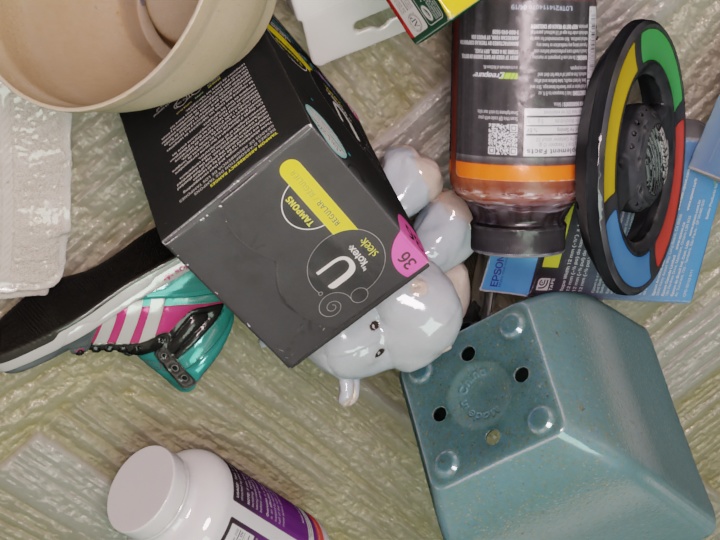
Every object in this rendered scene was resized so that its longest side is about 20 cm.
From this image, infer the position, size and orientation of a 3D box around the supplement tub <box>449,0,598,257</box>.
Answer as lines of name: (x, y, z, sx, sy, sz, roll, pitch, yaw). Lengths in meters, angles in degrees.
supplement tub: (0.116, -0.114, 1.221, 0.106, 0.107, 0.203, -2, 100, -21)

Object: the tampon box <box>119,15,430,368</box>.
tampon box: (-0.064, -0.067, 1.161, 0.126, 0.201, 0.150, -37, 128, 9)

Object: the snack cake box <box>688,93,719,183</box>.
snack cake box: (0.354, -0.148, 1.325, 0.114, 0.067, 0.202, 19, 97, -34)

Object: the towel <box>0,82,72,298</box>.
towel: (-0.273, -0.059, 1.197, 0.131, 0.035, 0.202, -6, 129, -19)

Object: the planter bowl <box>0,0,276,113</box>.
planter bowl: (-0.134, -0.193, 1.062, 0.201, 0.201, 0.134, -49, 156, 19)

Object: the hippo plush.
hippo plush: (0.000, 0.000, 1.250, 0.197, 0.161, 0.161, -8, 110, 5)

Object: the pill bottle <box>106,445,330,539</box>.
pill bottle: (-0.121, 0.226, 1.438, 0.112, 0.113, 0.200, -41, 130, 12)

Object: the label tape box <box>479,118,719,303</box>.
label tape box: (0.190, -0.053, 1.361, 0.198, 0.066, 0.145, 3, 112, -22)

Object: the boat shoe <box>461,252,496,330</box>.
boat shoe: (0.073, 0.036, 1.395, 0.071, 0.071, 0.202, -9, 130, -16)

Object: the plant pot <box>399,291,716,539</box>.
plant pot: (0.134, 0.131, 1.330, 0.195, 0.197, 0.200, -27, 147, 18)

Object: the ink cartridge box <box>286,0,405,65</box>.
ink cartridge box: (-0.013, -0.250, 1.130, 0.115, 0.068, 0.201, -22, 131, -7)

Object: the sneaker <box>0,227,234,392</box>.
sneaker: (-0.179, 0.051, 1.298, 0.198, 0.084, 0.121, -28, 123, -1)

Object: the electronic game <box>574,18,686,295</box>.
electronic game: (0.203, -0.082, 1.236, 0.041, 0.201, 0.201, 5, 139, 27)

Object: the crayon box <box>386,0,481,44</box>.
crayon box: (0.050, -0.269, 1.018, 0.172, 0.058, 0.201, -36, 96, -25)
